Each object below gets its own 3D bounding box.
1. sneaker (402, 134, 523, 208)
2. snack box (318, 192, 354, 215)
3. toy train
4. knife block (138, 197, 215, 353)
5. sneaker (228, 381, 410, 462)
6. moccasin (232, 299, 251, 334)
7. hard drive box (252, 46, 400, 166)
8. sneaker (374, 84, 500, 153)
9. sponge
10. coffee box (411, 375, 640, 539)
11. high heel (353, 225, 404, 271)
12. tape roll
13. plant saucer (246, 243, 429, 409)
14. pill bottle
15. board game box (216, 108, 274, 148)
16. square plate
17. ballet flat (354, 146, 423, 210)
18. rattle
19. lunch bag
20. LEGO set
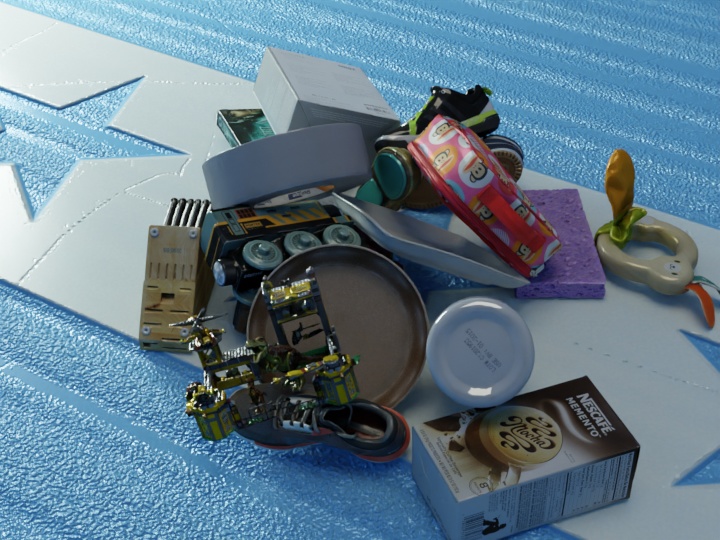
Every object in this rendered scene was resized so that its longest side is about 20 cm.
[{"bbox_3d":[0.129,-0.137,1.632,0.200,0.070,0.109,-7,17,17],"label":"sneaker"},{"bbox_3d":[-0.107,-0.113,1.634,0.200,0.024,0.072,27,44,30],"label":"snack box"},{"bbox_3d":[-0.089,-0.031,1.389,0.200,0.085,0.114,-12,51,-31],"label":"toy train"},{"bbox_3d":[-0.213,0.004,1.472,0.064,0.176,0.200,3,83,6],"label":"knife block"},{"bbox_3d":[-0.048,0.148,1.241,0.200,0.082,0.077,6,71,7],"label":"sneaker"},{"bbox_3d":[-0.107,0.001,1.456,0.078,0.074,0.202,11,34,-8],"label":"moccasin"},{"bbox_3d":[-0.051,-0.233,1.689,0.156,0.077,0.200,9,28,-23],"label":"hard drive box"},{"bbox_3d":[0.098,-0.207,1.632,0.200,0.072,0.083,-17,85,-28],"label":"sneaker"},{"bbox_3d":[0.241,-0.036,1.533,0.111,0.030,0.200,-2,40,-1],"label":"sponge"},{"bbox_3d":[0.164,0.192,1.204,0.200,0.080,0.113,-14,40,-16],"label":"coffee box"},{"bbox_3d":[0.000,0.000,1.450,0.096,0.067,0.200,5,33,-9],"label":"high heel"},{"bbox_3d":[-0.088,-0.119,1.451,0.200,0.066,0.200,-14,-2,-1],"label":"tape roll"},{"bbox_3d":[-0.024,0.071,1.316,0.200,0.201,0.032,0,-6,1],"label":"plant saucer"},{"bbox_3d":[0.126,0.081,1.260,0.109,0.109,0.200,4,1,6],"label":"pill bottle"},{"bbox_3d":[-0.113,-0.178,1.683,0.135,0.028,0.200,-5,32,-22],"label":"board game box"},{"bbox_3d":[0.078,-0.033,1.437,0.198,0.028,0.200,18,11,-26],"label":"square plate"},{"bbox_3d":[0.045,-0.116,1.519,0.071,0.200,0.071,4,73,-14],"label":"ballet flat"},{"bbox_3d":[0.381,-0.042,1.459,0.130,0.143,0.200,2,28,-27],"label":"rattle"},{"bbox_3d":[0.155,-0.084,1.420,0.082,0.200,0.176,-43,34,8],"label":"lunch bag"},{"bbox_3d":[-0.101,0.076,1.219,0.200,0.116,0.154,-13,27,7],"label":"LEGO set"}]
